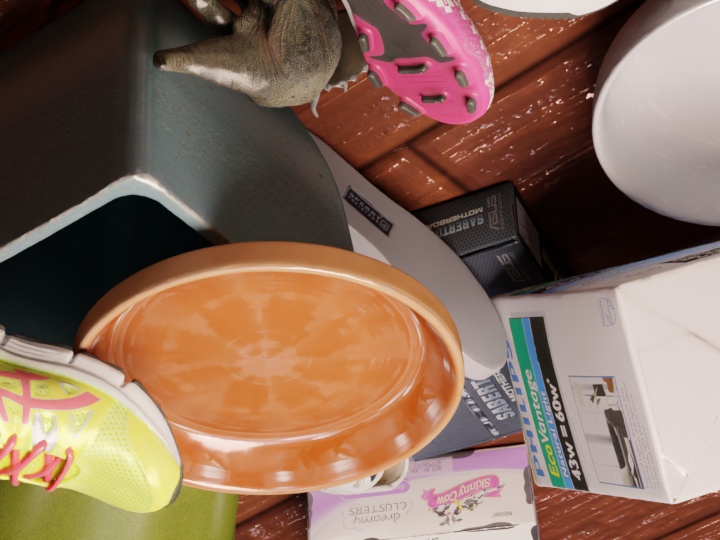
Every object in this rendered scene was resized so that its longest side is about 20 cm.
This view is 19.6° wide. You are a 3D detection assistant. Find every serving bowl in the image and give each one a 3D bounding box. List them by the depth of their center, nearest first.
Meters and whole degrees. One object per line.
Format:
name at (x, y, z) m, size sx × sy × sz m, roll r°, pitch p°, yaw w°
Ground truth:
serving bowl at (0.226, -0.111, 1.170) m, size 0.199 × 0.066 × 0.201 m, roll -2°, pitch 141°, yaw -2°

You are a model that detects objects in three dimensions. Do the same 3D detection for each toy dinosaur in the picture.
toy dinosaur at (-0.042, -0.125, 1.079) m, size 0.077 × 0.200 × 0.102 m, roll -34°, pitch 96°, yaw 19°

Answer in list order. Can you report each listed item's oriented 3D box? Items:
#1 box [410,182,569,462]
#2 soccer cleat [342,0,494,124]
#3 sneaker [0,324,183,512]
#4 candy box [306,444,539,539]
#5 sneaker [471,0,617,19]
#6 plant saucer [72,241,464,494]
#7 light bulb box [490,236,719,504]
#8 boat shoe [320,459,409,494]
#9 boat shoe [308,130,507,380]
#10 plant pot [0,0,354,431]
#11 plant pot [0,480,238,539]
box at (0.064, 0.039, 1.360) m, size 0.157 × 0.051 × 0.200 m, roll -17°, pitch 139°, yaw 17°
soccer cleat at (0.018, -0.161, 1.067) m, size 0.070 × 0.087 × 0.200 m, roll -3°, pitch 142°, yaw 39°
sneaker at (-0.181, 0.075, 1.002) m, size 0.199 × 0.091 × 0.078 m, roll 28°, pitch 138°, yaw -9°
candy box at (0.054, 0.220, 1.573) m, size 0.167 × 0.072 × 0.200 m, roll -6°, pitch 142°, yaw 4°
sneaker at (0.144, -0.195, 1.040) m, size 0.199 × 0.084 × 0.121 m, roll -12°, pitch 147°, yaw -1°
plant saucer at (-0.047, 0.048, 1.056) m, size 0.199 × 0.032 × 0.201 m, roll -1°, pitch 142°, yaw -1°
light bulb box at (0.208, 0.047, 1.213) m, size 0.197 × 0.126 × 0.200 m, roll -15°, pitch -178°, yaw -17°
boat shoe at (-0.016, 0.117, 1.381) m, size 0.070 × 0.071 × 0.200 m, roll 19°, pitch 173°, yaw 22°
boat shoe at (0.000, 0.000, 1.243) m, size 0.200 × 0.072 × 0.066 m, roll 40°, pitch 127°, yaw -11°
plant pot at (-0.127, -0.038, 1.126) m, size 0.195 × 0.201 × 0.196 m, roll -27°, pitch 136°, yaw 26°
plant pot at (-0.157, 0.110, 1.341) m, size 0.199 × 0.201 × 0.194 m, roll 9°, pitch 128°, yaw -15°
